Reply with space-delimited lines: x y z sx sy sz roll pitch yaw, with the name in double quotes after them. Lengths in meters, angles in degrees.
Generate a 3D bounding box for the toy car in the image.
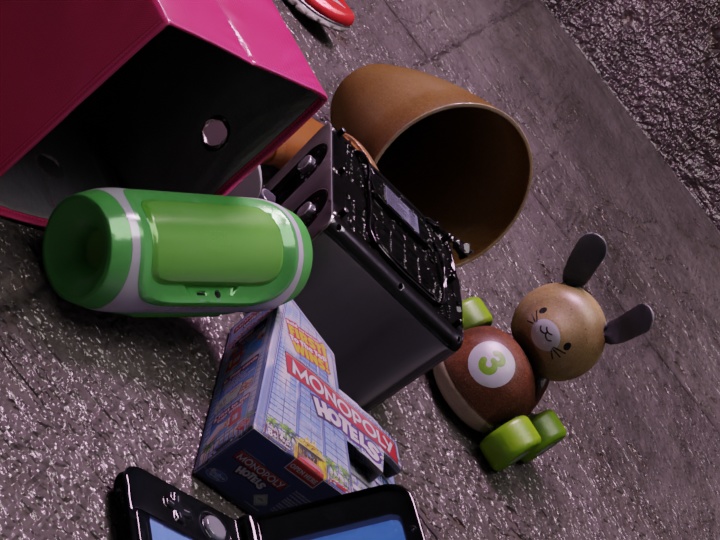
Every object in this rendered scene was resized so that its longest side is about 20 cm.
0.175 0.064 1.647 0.165 0.200 0.158 57 20 13 "toy car"

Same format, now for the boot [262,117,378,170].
-0.074 -0.110 1.586 0.200 0.074 0.155 42 17 8 "boot"

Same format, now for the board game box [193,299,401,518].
-0.037 0.117 1.292 0.200 0.062 0.200 40 24 -31 "board game box"

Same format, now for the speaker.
-0.126 -0.012 1.234 0.199 0.088 0.089 2 52 -50 "speaker"

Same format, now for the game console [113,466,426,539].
-0.044 0.200 1.054 0.176 0.116 0.201 36 25 -38 "game console"

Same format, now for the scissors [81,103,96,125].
-0.186 -0.138 1.467 0.073 0.014 0.200 54 19 12 "scissors"

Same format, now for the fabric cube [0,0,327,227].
-0.182 -0.160 1.242 0.200 0.196 0.200 19 37 -56 "fabric cube"

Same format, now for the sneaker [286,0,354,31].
-0.066 -0.367 2.011 0.200 0.085 0.077 53 21 3 "sneaker"

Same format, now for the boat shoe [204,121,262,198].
-0.146 -0.138 1.446 0.200 0.068 0.057 54 18 -23 "boat shoe"

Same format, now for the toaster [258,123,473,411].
0.000 0.000 1.486 0.200 0.119 0.181 43 23 -24 "toaster"

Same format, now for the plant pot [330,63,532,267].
0.048 -0.126 1.764 0.186 0.186 0.200 37 10 -37 "plant pot"
